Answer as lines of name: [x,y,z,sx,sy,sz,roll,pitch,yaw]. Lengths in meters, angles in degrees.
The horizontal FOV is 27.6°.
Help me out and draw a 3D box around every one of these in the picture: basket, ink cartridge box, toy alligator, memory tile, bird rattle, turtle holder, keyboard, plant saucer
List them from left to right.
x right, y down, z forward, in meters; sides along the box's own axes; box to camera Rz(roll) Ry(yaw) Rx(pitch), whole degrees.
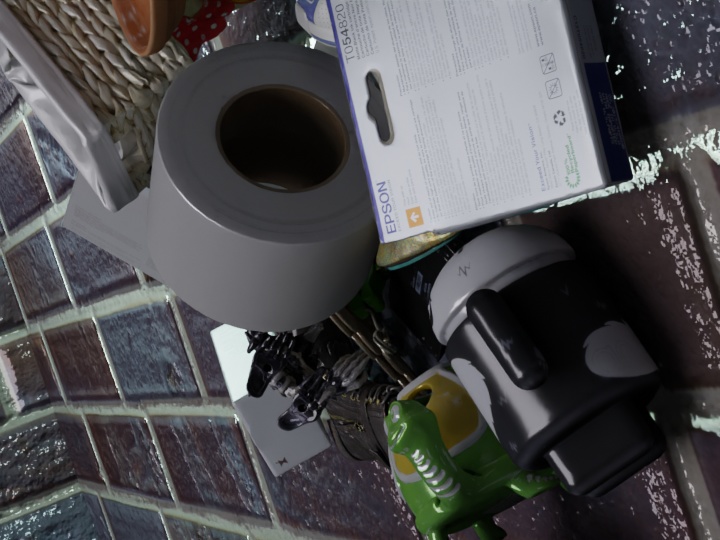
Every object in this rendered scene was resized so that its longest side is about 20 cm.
basket: [-0.235,-0.178,1.310,0.200,0.123,0.136,50,166,22]
plant saucer: [-0.179,-0.273,1.169,0.200,0.037,0.201,166,90,-73]
bird rattle: [-0.129,-0.256,1.328,0.200,0.163,0.113,69,-179,-73]
memory tile: [-0.012,0.036,1.360,0.153,0.017,0.200,52,-176,38]
toy alligator: [0.000,0.000,1.302,0.059,0.054,0.200,45,-175,-46]
keyboard: [0.072,0.023,1.247,0.127,0.021,0.200,49,161,20]
turtle holder: [0.077,0.146,1.163,0.141,0.185,0.132,-49,62,45]
ink cartridge box: [0.076,-0.132,1.006,0.200,0.041,0.200,-13,89,42]

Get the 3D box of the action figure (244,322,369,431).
action figure: [-0.052,0.080,1.361,0.119,0.102,0.200,46,-173,-6]

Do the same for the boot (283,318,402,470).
boot: [0.005,0.118,1.443,0.200,0.069,0.174,63,161,-9]

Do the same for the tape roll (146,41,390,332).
tape roll: [-0.073,-0.069,1.209,0.203,0.202,0.139,60,156,23]

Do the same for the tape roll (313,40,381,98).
tape roll: [0.018,-0.121,1.265,0.203,0.037,0.203,49,150,41]

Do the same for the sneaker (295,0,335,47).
sneaker: [0.030,-0.225,1.120,0.199,0.080,0.115,26,128,50]

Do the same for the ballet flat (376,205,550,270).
ballet flat: [0.071,-0.059,1.095,0.200,0.071,0.071,-22,88,45]

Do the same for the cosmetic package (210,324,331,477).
cosmetic package: [-0.100,0.125,1.585,0.102,0.071,0.200,62,179,-24]

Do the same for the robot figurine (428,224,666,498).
robot figurine: [0.131,0.063,1.045,0.200,0.125,0.150,58,155,21]

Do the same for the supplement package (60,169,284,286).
supplement package: [-0.176,-0.090,1.481,0.191,0.147,0.200,29,154,-6]
